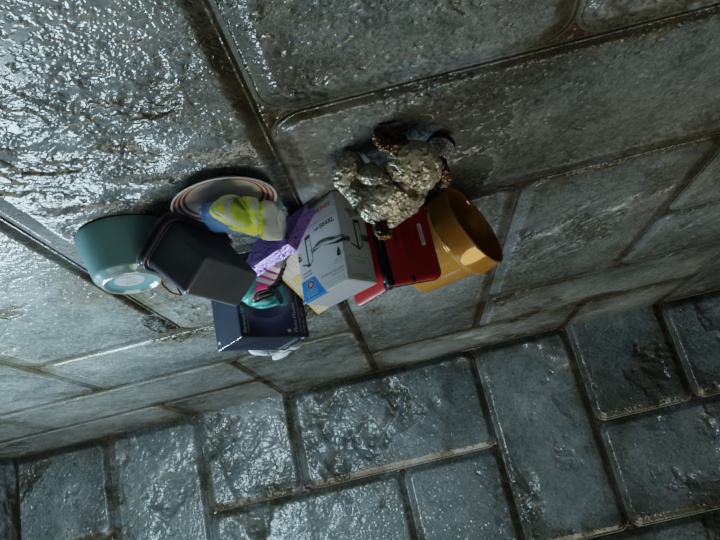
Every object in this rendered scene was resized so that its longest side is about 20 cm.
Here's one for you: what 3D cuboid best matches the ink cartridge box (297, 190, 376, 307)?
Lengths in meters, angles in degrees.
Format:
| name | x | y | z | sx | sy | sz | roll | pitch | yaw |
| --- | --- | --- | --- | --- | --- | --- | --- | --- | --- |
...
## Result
| name | x | y | z | sx | sy | sz | roll | pitch | yaw |
| --- | --- | --- | --- | --- | --- | --- | --- | --- | --- |
| ink cartridge box | -0.058 | -0.044 | 1.347 | 0.084 | 0.201 | 0.146 | 10 | 151 | -44 |

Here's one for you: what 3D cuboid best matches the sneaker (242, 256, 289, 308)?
| name | x | y | z | sx | sy | sz | roll | pitch | yaw |
| --- | --- | --- | --- | --- | --- | --- | --- | --- | --- |
| sneaker | -0.194 | 0.019 | 1.480 | 0.200 | 0.084 | 0.121 | -37 | 113 | 5 |

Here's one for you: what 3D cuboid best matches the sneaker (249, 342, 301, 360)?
| name | x | y | z | sx | sy | sz | roll | pitch | yaw |
| --- | --- | --- | --- | --- | --- | --- | --- | --- | --- |
| sneaker | -0.315 | 0.277 | 2.272 | 0.199 | 0.075 | 0.115 | -5 | 157 | -33 |

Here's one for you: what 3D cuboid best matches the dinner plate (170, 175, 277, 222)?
| name | x | y | z | sx | sy | sz | roll | pitch | yaw |
| --- | --- | --- | --- | --- | --- | --- | --- | --- | --- |
| dinner plate | -0.259 | -0.135 | 1.223 | 0.199 | 0.024 | 0.200 | -12 | 160 | -4 |

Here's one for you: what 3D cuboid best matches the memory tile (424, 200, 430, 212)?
| name | x | y | z | sx | sy | sz | roll | pitch | yaw |
| --- | --- | --- | --- | --- | --- | --- | --- | --- | --- |
| memory tile | 0.061 | -0.132 | 1.457 | 0.153 | 0.017 | 0.200 | -28 | 156 | 36 |

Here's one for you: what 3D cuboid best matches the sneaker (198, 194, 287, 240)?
| name | x | y | z | sx | sy | sz | roll | pitch | yaw |
| --- | --- | --- | --- | --- | --- | --- | --- | --- | --- |
| sneaker | -0.227 | -0.101 | 1.228 | 0.105 | 0.076 | 0.200 | -1 | 168 | 27 |

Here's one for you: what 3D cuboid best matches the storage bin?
| name | x | y | z | sx | sy | sz | roll | pitch | yaw |
| --- | --- | --- | --- | --- | --- | --- | --- | --- | --- |
| storage bin | -0.308 | -0.002 | 1.242 | 0.146 | 0.134 | 0.200 | -56 | 150 | 6 |

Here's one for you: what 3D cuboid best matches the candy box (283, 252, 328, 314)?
| name | x | y | z | sx | sy | sz | roll | pitch | yaw |
| --- | --- | --- | --- | --- | --- | --- | --- | --- | --- |
| candy box | -0.123 | 0.020 | 1.578 | 0.102 | 0.026 | 0.200 | -33 | 125 | 12 |

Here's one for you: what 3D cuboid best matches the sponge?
| name | x | y | z | sx | sy | sz | roll | pitch | yaw |
| --- | --- | --- | --- | --- | --- | --- | --- | --- | --- |
| sponge | -0.178 | -0.055 | 1.361 | 0.030 | 0.112 | 0.200 | 37 | 140 | -23 |

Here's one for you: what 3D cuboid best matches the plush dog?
| name | x | y | z | sx | sy | sz | roll | pitch | yaw |
| --- | --- | --- | --- | --- | --- | --- | --- | --- | --- |
| plush dog | 0.068 | -0.161 | 1.152 | 0.200 | 0.161 | 0.172 | 24 | 120 | -27 |

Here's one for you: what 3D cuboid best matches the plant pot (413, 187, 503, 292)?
| name | x | y | z | sx | sy | sz | roll | pitch | yaw |
| --- | --- | --- | --- | --- | --- | --- | --- | --- | --- |
| plant pot | 0.184 | -0.051 | 1.434 | 0.183 | 0.201 | 0.200 | -37 | 152 | 26 |

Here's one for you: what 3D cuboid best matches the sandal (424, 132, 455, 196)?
| name | x | y | z | sx | sy | sz | roll | pitch | yaw |
| --- | --- | --- | --- | --- | --- | --- | --- | --- | --- |
| sandal | 0.116 | -0.195 | 1.256 | 0.075 | 0.045 | 0.200 | 26 | 131 | -18 |

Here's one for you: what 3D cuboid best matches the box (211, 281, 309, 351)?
| name | x | y | z | sx | sy | sz | roll | pitch | yaw |
| --- | --- | --- | --- | --- | --- | --- | --- | --- | --- |
| box | -0.251 | 0.088 | 1.588 | 0.198 | 0.201 | 0.123 | 3 | 156 | -40 |

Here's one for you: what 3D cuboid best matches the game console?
| name | x | y | z | sx | sy | sz | roll | pitch | yaw |
| --- | --- | --- | --- | --- | --- | --- | --- | --- | --- |
| game console | 0.059 | -0.044 | 1.372 | 0.172 | 0.201 | 0.119 | -10 | 161 | -11 |

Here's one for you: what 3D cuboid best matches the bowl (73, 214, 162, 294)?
| name | x | y | z | sx | sy | sz | roll | pitch | yaw |
| --- | --- | --- | --- | --- | --- | --- | --- | --- | --- |
| bowl | -0.461 | -0.021 | 1.289 | 0.200 | 0.105 | 0.201 | -13 | 162 | -4 |
